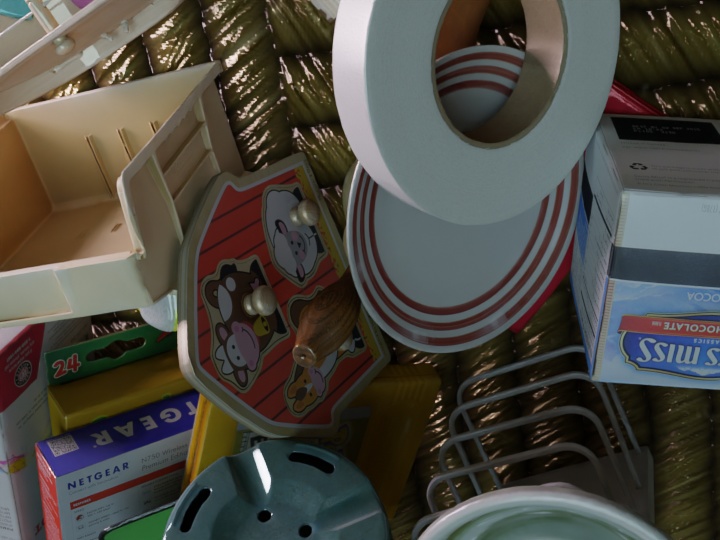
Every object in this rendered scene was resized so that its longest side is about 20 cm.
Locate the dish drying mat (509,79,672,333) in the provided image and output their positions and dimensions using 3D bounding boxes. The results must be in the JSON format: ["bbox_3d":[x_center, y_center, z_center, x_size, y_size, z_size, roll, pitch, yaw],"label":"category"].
[{"bbox_3d":[0.139,-0.046,0.726,0.076,0.018,0.202,31,121,-3],"label":"dish drying mat"}]

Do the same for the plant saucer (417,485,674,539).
[{"bbox_3d":[0.121,0.212,0.618,0.196,0.050,0.204,6,112,14],"label":"plant saucer"}]

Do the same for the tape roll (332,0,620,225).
[{"bbox_3d":[0.073,-0.130,0.589,0.037,0.200,0.207,27,134,52],"label":"tape roll"}]

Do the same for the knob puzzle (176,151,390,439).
[{"bbox_3d":[-0.053,0.024,0.691,0.030,0.220,0.222,-15,113,35],"label":"knob puzzle"}]

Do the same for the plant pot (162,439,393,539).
[{"bbox_3d":[-0.047,0.233,0.690,0.196,0.203,0.198,6,137,11],"label":"plant pot"}]

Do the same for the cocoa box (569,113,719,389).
[{"bbox_3d":[0.242,-0.011,0.637,0.195,0.134,0.134,4,118,3],"label":"cocoa box"}]

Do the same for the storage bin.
[{"bbox_3d":[-0.203,-0.050,0.709,0.196,0.200,0.095,-8,120,18],"label":"storage bin"}]

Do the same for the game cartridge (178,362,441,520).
[{"bbox_3d":[-0.044,0.155,0.809,0.196,0.033,0.179,0,124,-25],"label":"game cartridge"}]

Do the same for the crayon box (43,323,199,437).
[{"bbox_3d":[-0.195,0.149,0.853,0.051,0.125,0.204,36,133,46],"label":"crayon box"}]

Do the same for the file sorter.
[{"bbox_3d":[0.130,0.163,0.734,0.137,0.200,0.126,-20,107,23],"label":"file sorter"}]

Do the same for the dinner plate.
[{"bbox_3d":[0.069,-0.045,0.655,0.024,0.198,0.204,26,133,50],"label":"dinner plate"}]

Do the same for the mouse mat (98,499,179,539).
[{"bbox_3d":[-0.104,0.222,0.802,0.158,0.008,0.202,-20,142,-5],"label":"mouse mat"}]

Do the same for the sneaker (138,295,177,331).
[{"bbox_3d":[-0.106,0.018,0.795,0.199,0.104,0.077,34,117,32],"label":"sneaker"}]

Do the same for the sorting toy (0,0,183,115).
[{"bbox_3d":[-0.222,-0.233,0.683,0.197,0.107,0.182,-24,101,25],"label":"sorting toy"}]

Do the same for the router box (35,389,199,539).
[{"bbox_3d":[-0.161,0.197,0.838,0.049,0.197,0.183,36,131,45],"label":"router box"}]

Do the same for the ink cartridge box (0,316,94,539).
[{"bbox_3d":[-0.292,0.117,0.848,0.084,0.148,0.204,10,119,11],"label":"ink cartridge box"}]

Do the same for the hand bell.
[{"bbox_3d":[0.000,0.000,0.673,0.102,0.201,0.106,11,122,18],"label":"hand bell"}]

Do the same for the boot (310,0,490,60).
[{"bbox_3d":[0.068,-0.184,0.651,0.155,0.077,0.200,-40,104,17],"label":"boot"}]
